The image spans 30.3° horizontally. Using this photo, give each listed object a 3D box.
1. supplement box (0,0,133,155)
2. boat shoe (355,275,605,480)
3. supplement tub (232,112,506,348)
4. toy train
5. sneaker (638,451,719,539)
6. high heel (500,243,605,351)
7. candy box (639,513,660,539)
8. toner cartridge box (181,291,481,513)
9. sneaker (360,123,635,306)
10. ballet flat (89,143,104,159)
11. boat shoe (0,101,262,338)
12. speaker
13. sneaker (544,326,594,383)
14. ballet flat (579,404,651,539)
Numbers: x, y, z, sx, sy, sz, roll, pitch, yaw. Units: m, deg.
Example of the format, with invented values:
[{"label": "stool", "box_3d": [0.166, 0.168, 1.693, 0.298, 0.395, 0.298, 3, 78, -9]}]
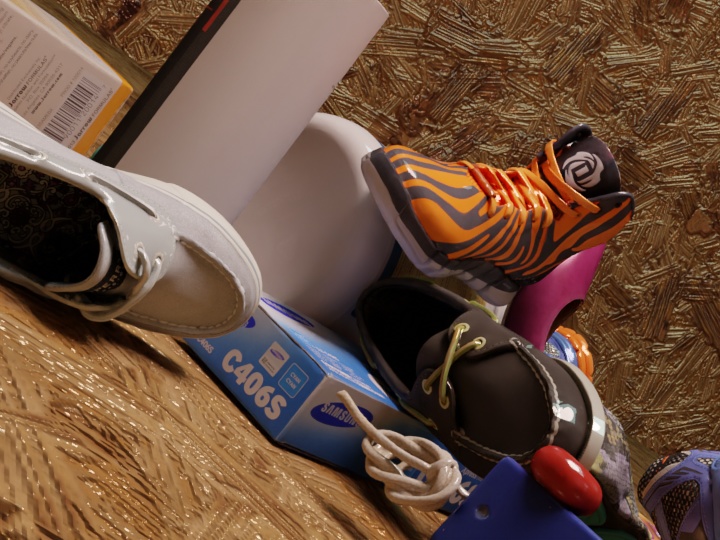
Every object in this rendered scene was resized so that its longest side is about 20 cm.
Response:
[{"label": "supplement box", "box_3d": [-0.261, -0.161, 0.863, 0.200, 0.074, 0.126, 34, 6, -45]}, {"label": "boat shoe", "box_3d": [0.051, 0.054, 0.668, 0.061, 0.072, 0.201, 33, 1, -24]}, {"label": "supplement tub", "box_3d": [0.000, 0.000, 0.855, 0.145, 0.145, 0.200, 41, 5, 36]}, {"label": "toy train", "box_3d": [0.076, 0.129, 0.587, 0.200, 0.085, 0.116, 41, -6, 36]}, {"label": "sneaker", "box_3d": [0.182, 0.161, 0.624, 0.078, 0.075, 0.200, 12, -55, 47]}, {"label": "high heel", "box_3d": [0.121, 0.067, 0.842, 0.096, 0.200, 0.067, 34, -10, 16]}, {"label": "candy box", "box_3d": [0.152, 0.172, 0.896, 0.200, 0.057, 0.117, 37, 4, 15]}, {"label": "toner cartridge box", "box_3d": [-0.004, 0.073, 0.725, 0.095, 0.043, 0.200, 41, 5, 37]}, {"label": "sneaker", "box_3d": [0.082, -0.047, 0.737, 0.200, 0.112, 0.078, 21, 41, -63]}, {"label": "ballet flat", "box_3d": [-0.097, -0.039, 0.902, 0.200, 0.068, 0.067, 4, 35, -48]}, {"label": "boat shoe", "box_3d": [-0.120, -0.011, 0.556, 0.201, 0.070, 0.072, 31, 18, -34]}, {"label": "speaker", "box_3d": [-0.074, -0.080, 0.696, 0.081, 0.200, 0.081, 38, 3, -3]}, {"label": "sneaker", "box_3d": [0.069, 0.060, 0.967, 0.200, 0.076, 0.078, -1, -5, 43]}, {"label": "ballet flat", "box_3d": [0.125, 0.120, 0.730, 0.072, 0.072, 0.200, 40, -14, 32]}]
